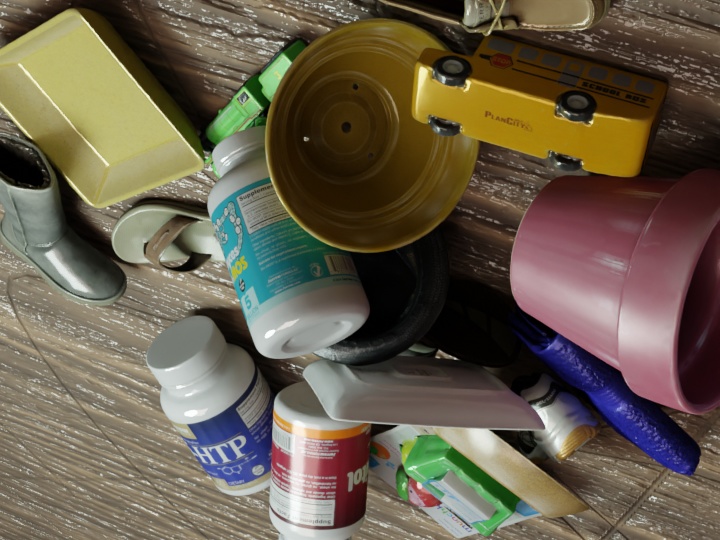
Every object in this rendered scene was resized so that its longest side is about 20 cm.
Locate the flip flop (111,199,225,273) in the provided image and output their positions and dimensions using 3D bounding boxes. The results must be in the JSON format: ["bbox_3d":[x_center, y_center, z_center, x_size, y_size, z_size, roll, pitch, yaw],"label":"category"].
[{"bbox_3d":[-0.188,-0.026,1.475,0.199,0.058,0.081,6,134,26],"label":"flip flop"}]

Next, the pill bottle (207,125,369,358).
[{"bbox_3d":[-0.073,-0.029,1.255,0.111,0.110,0.201,-44,61,49],"label":"pill bottle"}]

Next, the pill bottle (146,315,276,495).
[{"bbox_3d":[-0.164,0.155,1.601,0.119,0.120,0.200,-5,129,34],"label":"pill bottle"}]

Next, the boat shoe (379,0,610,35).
[{"bbox_3d":[0.097,-0.220,1.095,0.199,0.066,0.074,14,138,18],"label":"boat shoe"}]

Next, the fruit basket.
[{"bbox_3d":[0.094,0.243,1.560,0.185,0.094,0.200,40,142,-12],"label":"fruit basket"}]

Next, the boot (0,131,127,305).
[{"bbox_3d":[-0.334,-0.055,1.500,0.181,0.073,0.200,28,149,3],"label":"boot"}]

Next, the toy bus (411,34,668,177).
[{"bbox_3d":[0.146,-0.141,1.139,0.199,0.078,0.065,18,139,14],"label":"toy bus"}]

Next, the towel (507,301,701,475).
[{"bbox_3d":[0.228,0.111,1.313,0.200,0.148,0.050,41,95,-14],"label":"towel"}]

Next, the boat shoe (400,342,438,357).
[{"bbox_3d":[-0.013,0.052,1.440,0.200,0.072,0.061,22,136,5],"label":"boat shoe"}]

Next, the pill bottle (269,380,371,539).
[{"bbox_3d":[-0.047,0.236,1.565,0.113,0.113,0.201,11,110,21],"label":"pill bottle"}]

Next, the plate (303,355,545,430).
[{"bbox_3d":[0.055,0.110,1.303,0.199,0.200,0.032,4,98,-11],"label":"plate"}]

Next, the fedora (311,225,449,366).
[{"bbox_3d":[0.000,0.000,1.337,0.200,0.201,0.092,14,171,18],"label":"fedora"}]

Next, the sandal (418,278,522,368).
[{"bbox_3d":[0.069,0.050,1.388,0.199,0.082,0.055,11,157,15],"label":"sandal"}]

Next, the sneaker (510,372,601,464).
[{"bbox_3d":[0.187,0.142,1.390,0.088,0.076,0.200,52,170,6],"label":"sneaker"}]

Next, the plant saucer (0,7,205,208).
[{"bbox_3d":[-0.265,-0.168,1.377,0.199,0.049,0.200,-14,124,44],"label":"plant saucer"}]

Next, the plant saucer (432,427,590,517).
[{"bbox_3d":[0.141,0.193,1.389,0.200,0.035,0.200,37,176,3],"label":"plant saucer"}]

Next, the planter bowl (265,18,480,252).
[{"bbox_3d":[-0.001,-0.122,1.209,0.201,0.200,0.083,51,171,-24],"label":"planter bowl"}]

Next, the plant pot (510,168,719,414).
[{"bbox_3d":[0.235,0.001,1.163,0.179,0.200,0.201,20,142,37],"label":"plant pot"}]

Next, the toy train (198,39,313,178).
[{"bbox_3d":[-0.099,-0.151,1.308,0.056,0.042,0.200,48,138,-5],"label":"toy train"}]
